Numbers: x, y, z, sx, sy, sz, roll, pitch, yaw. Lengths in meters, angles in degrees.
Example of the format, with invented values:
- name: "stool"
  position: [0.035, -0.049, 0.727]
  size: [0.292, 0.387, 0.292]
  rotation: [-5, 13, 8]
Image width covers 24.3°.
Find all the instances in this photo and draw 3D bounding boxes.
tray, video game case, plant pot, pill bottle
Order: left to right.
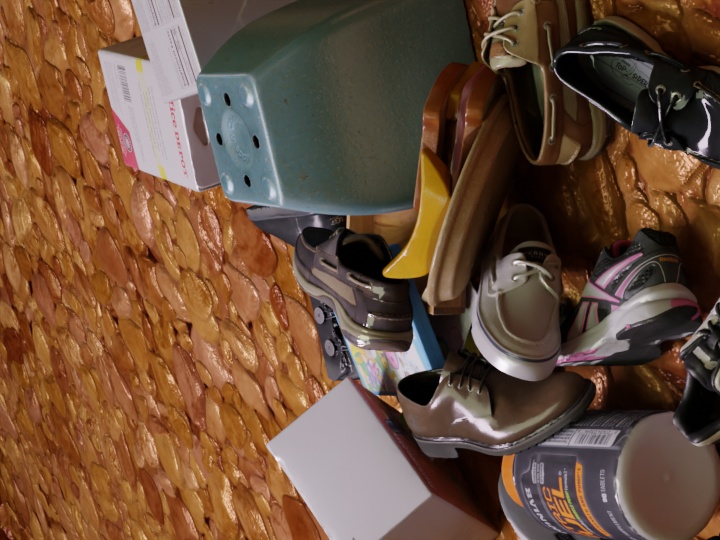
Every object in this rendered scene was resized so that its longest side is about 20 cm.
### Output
- name: "plant pot"
  position: [-0.027, -0.141, 1.479]
  size: [0.196, 0.199, 0.197]
  rotation: [11, 118, 59]
- name: "video game case"
  position: [0.020, 0.050, 1.571]
  size: [0.144, 0.018, 0.200]
  rotation: [69, 160, -4]
- name: "tray"
  position: [0.041, -0.023, 1.563]
  size: [0.200, 0.037, 0.099]
  rotation: [-162, 72, -66]
- name: "pill bottle"
  position: [0.197, 0.168, 1.383]
  size: [0.200, 0.106, 0.107]
  rotation: [-9, 100, 63]

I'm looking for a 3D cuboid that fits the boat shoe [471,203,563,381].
- name: "boat shoe"
  position: [0.133, 0.010, 1.361]
  size: [0.200, 0.070, 0.070]
  rotation: [-80, 4, -59]

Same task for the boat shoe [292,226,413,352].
- name: "boat shoe"
  position: [0.000, 0.000, 1.462]
  size: [0.200, 0.074, 0.074]
  rotation: [46, 127, 54]

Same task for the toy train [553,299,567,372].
- name: "toy train"
  position: [0.152, 0.091, 1.494]
  size: [0.201, 0.034, 0.046]
  rotation: [101, 151, -47]

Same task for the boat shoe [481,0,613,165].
- name: "boat shoe"
  position: [0.134, -0.176, 1.297]
  size: [0.076, 0.074, 0.201]
  rotation: [-12, 98, 62]

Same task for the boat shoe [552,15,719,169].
- name: "boat shoe"
  position: [0.212, -0.121, 1.201]
  size: [0.199, 0.066, 0.075]
  rotation: [46, 144, 37]

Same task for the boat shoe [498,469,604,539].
- name: "boat shoe"
  position: [0.188, 0.246, 1.493]
  size: [0.199, 0.073, 0.068]
  rotation: [49, 166, 45]

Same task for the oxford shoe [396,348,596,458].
- name: "oxford shoe"
  position: [0.106, 0.106, 1.400]
  size: [0.199, 0.073, 0.085]
  rotation: [-13, 119, 41]

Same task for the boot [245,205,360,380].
- name: "boot"
  position: [-0.043, 0.016, 1.770]
  size: [0.165, 0.065, 0.201]
  rotation: [3, 115, 62]

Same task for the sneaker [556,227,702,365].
- name: "sneaker"
  position: [0.209, 0.023, 1.320]
  size: [0.200, 0.080, 0.087]
  rotation: [143, 128, -63]

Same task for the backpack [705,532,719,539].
- name: "backpack"
  position: [0.298, 0.330, 1.283]
  size: [0.182, 0.134, 0.201]
  rotation: [29, 135, 52]

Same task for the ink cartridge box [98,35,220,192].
- name: "ink cartridge box"
  position: [-0.207, -0.182, 1.902]
  size: [0.200, 0.083, 0.146]
  rotation: [23, 128, 55]

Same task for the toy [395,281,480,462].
- name: "toy"
  position: [0.081, 0.068, 1.578]
  size: [0.115, 0.047, 0.201]
  rotation: [-120, 37, -45]

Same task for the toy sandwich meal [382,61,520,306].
- name: "toy sandwich meal"
  position: [0.075, -0.070, 1.368]
  size: [0.070, 0.206, 0.206]
  rotation: [21, 136, 11]

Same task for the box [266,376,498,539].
- name: "box"
  position: [0.025, 0.213, 1.622]
  size: [0.153, 0.106, 0.200]
  rotation: [53, -174, 28]

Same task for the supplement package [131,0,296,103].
- name: "supplement package"
  position: [-0.135, -0.284, 1.624]
  size: [0.111, 0.155, 0.201]
  rotation: [-4, 104, 61]

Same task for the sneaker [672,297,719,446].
- name: "sneaker"
  position: [0.273, 0.048, 1.184]
  size: [0.076, 0.087, 0.201]
  rotation: [44, 142, 43]
